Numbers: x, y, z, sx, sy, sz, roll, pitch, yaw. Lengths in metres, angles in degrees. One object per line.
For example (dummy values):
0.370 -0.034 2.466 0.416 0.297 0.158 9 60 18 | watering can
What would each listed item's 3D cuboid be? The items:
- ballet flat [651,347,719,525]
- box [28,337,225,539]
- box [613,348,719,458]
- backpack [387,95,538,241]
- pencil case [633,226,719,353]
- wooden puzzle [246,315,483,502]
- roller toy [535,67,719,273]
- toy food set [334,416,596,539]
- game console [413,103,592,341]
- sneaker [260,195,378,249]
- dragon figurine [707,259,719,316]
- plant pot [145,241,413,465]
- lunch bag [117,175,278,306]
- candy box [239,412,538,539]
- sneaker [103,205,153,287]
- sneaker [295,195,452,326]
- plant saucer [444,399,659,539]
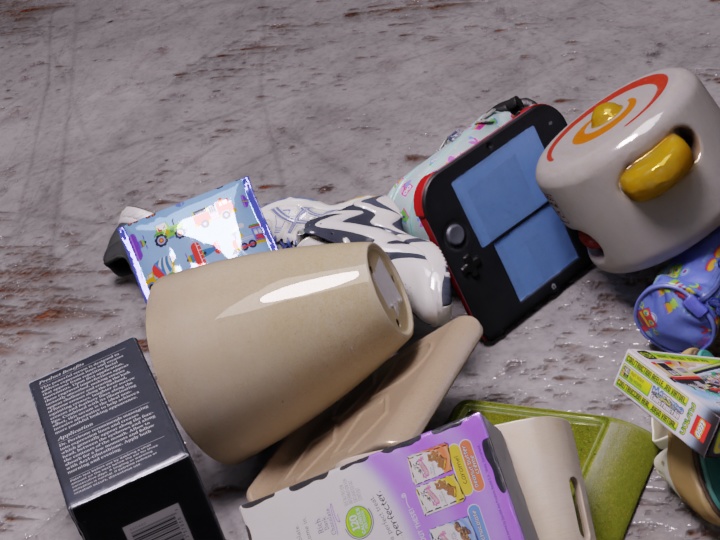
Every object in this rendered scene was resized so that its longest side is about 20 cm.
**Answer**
0.272 0.145 1.107 0.063 0.069 0.200 -33 21 29 | ballet flat
-0.200 0.180 1.170 0.107 0.149 0.200 -23 32 -11 | box
0.308 0.108 1.053 0.199 0.035 0.110 7 21 -33 | box
0.125 -0.070 1.414 0.200 0.167 0.126 -37 16 -25 | backpack
0.334 -0.007 1.271 0.078 0.087 0.200 40 52 3 | pencil case
0.011 0.135 1.194 0.200 0.046 0.185 -28 16 40 | wooden puzzle
0.265 -0.099 1.280 0.182 0.140 0.200 -25 19 44 | roller toy
0.079 0.204 1.038 0.199 0.060 0.144 -15 67 15 | toy food set
0.157 -0.053 1.340 0.200 0.177 0.031 -34 13 -25 | game console
-0.049 -0.034 1.494 0.199 0.076 0.088 -9 33 13 | sneaker
0.391 0.050 1.143 0.099 0.059 0.200 -10 35 -39 | dragon figurine
-0.060 0.053 1.218 0.199 0.188 0.188 -24 30 18 | plant pot
-0.147 0.025 1.407 0.150 0.094 0.201 -22 61 -3 | lunch bag
0.030 0.221 0.976 0.199 0.072 0.168 -22 65 11 | candy box
-0.214 -0.007 1.550 0.199 0.075 0.085 18 70 35 | sneaker
0.000 0.000 1.298 0.129 0.080 0.199 -14 42 -17 | sneaker
0.126 0.177 1.120 0.199 0.048 0.200 4 38 29 | plant saucer
